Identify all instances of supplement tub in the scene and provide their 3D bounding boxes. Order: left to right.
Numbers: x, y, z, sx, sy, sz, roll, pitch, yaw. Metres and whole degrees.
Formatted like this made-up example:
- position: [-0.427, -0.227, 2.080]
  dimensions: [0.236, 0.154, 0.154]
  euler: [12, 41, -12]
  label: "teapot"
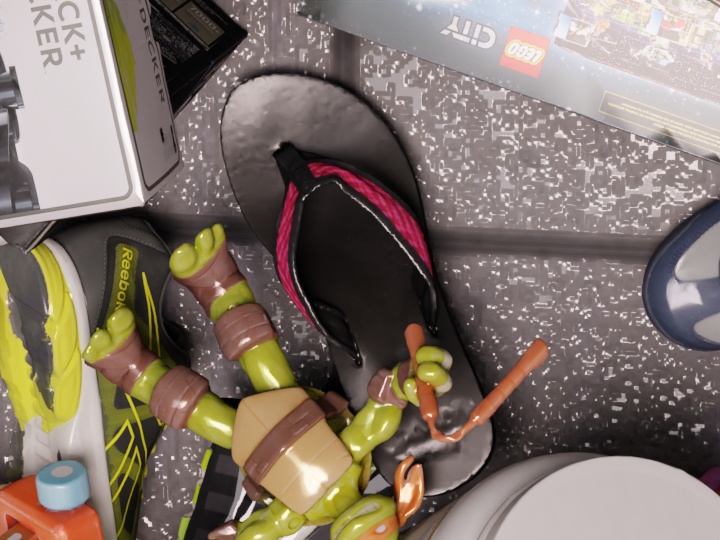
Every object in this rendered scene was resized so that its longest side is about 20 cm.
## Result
- position: [0.074, 0.155, 1.193]
  dimensions: [0.143, 0.200, 0.145]
  euler: [5, 74, -16]
  label: "supplement tub"

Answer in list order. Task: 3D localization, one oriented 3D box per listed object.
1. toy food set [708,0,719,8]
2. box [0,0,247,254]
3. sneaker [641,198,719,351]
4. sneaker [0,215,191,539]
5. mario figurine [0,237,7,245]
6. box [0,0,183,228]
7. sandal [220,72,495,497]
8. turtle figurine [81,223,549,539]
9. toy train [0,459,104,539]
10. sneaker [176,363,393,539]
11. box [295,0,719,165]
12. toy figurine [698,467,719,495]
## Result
- position: [0.128, -0.201, 1.156]
  dimensions: [0.199, 0.060, 0.144]
  euler: [33, 85, 7]
  label: "toy food set"
- position: [-0.162, -0.121, 1.217]
  dimensions: [0.200, 0.164, 0.086]
  euler: [43, 109, -3]
  label: "box"
- position: [0.207, -0.010, 1.212]
  dimensions: [0.199, 0.082, 0.071]
  euler: [-20, 101, 16]
  label: "sneaker"
- position: [-0.109, 0.066, 1.304]
  dimensions: [0.074, 0.084, 0.201]
  euler: [35, 139, 43]
  label: "sneaker"
- position: [-0.212, -0.046, 1.240]
  dimensions: [0.123, 0.201, 0.106]
  euler: [23, 132, -39]
  label: "mario figurine"
- position: [-0.177, -0.072, 1.116]
  dimensions: [0.199, 0.060, 0.117]
  euler: [-7, 103, 13]
  label: "box"
- position: [0.000, 0.000, 1.251]
  dimensions: [0.075, 0.045, 0.201]
  euler: [-27, 77, 8]
  label: "sandal"
- position: [-0.027, 0.060, 1.218]
  dimensions: [0.200, 0.064, 0.161]
  euler: [-46, 77, 12]
  label: "turtle figurine"
- position: [-0.154, 0.166, 1.302]
  dimensions: [0.150, 0.055, 0.201]
  euler: [28, 132, 44]
  label: "toy train"
- position: [-0.046, 0.096, 1.306]
  dimensions: [0.200, 0.072, 0.083]
  euler: [-40, 87, 7]
  label: "sneaker"
- position: [0.087, -0.141, 1.225]
  dimensions: [0.199, 0.038, 0.137]
  euler: [20, 108, 6]
  label: "box"
- position: [0.193, 0.145, 1.255]
  dimensions: [0.199, 0.150, 0.185]
  euler: [-5, 91, 38]
  label: "toy figurine"
